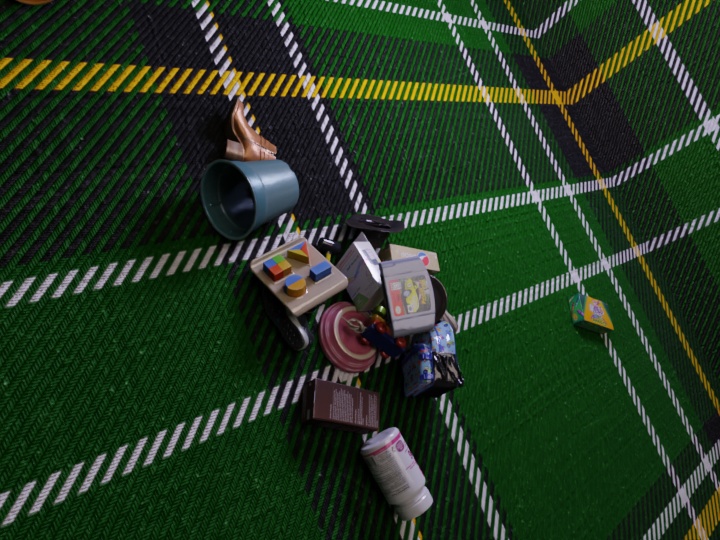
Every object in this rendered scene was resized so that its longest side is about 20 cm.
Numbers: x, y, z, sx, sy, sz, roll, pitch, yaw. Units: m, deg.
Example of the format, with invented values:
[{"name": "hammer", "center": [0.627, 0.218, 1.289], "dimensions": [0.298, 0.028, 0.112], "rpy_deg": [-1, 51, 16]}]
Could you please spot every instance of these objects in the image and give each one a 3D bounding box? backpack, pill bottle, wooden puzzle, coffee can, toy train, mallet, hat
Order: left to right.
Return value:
[{"name": "wooden puzzle", "center": [-0.156, 0.002, 1.408], "dimensions": [0.184, 0.047, 0.200], "rpy_deg": [-29, 61, -32]}, {"name": "mallet", "center": [-0.105, -0.004, 1.561], "dimensions": [0.065, 0.041, 0.202], "rpy_deg": [26, 58, -24]}, {"name": "hat", "center": [0.041, -0.113, 1.686], "dimensions": [0.199, 0.200, 0.082], "rpy_deg": [-9, 113, -40]}, {"name": "toy train", "center": [0.040, 0.140, 1.501], "dimensions": [0.199, 0.085, 0.116], "rpy_deg": [37, 39, -17]}, {"name": "pill bottle", "center": [0.093, 0.513, 1.389], "dimensions": [0.113, 0.113, 0.202], "rpy_deg": [-26, 85, -42]}, {"name": "coffee can", "center": [0.177, 0.086, 1.590], "dimensions": [0.148, 0.145, 0.200], "rpy_deg": [62, 6, 6]}, {"name": "backpack", "center": [0.196, 0.247, 1.560], "dimensions": [0.133, 0.183, 0.203], "rpy_deg": [6, 65, -17]}]

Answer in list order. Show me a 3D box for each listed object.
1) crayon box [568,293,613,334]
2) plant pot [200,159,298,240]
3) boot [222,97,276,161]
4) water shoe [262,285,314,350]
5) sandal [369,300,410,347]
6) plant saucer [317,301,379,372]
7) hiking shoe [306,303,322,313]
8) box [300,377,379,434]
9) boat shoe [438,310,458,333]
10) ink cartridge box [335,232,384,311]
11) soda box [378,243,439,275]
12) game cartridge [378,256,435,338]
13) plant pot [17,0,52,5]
[{"name": "crayon box", "center": [0.945, 0.178, 2.256], "dimensions": [0.198, 0.058, 0.120], "rpy_deg": [17, 58, -30]}, {"name": "plant pot", "center": [-0.276, -0.202, 1.437], "dimensions": [0.195, 0.200, 0.202], "rpy_deg": [-27, 84, -50]}, {"name": "boot", "center": [-0.311, -0.381, 1.575], "dimensions": [0.153, 0.073, 0.203], "rpy_deg": [13, 72, -31]}, {"name": "water shoe", "center": [-0.188, 0.115, 1.425], "dimensions": [0.202, 0.071, 0.079], "rpy_deg": [63, 18, 11]}, {"name": "sandal", "center": [0.080, 0.144, 1.608], "dimensions": [0.201, 0.080, 0.054], "rpy_deg": [57, 5, 6]}, {"name": "plant saucer", "center": [-0.022, 0.178, 1.518], "dimensions": [0.199, 0.051, 0.203], "rpy_deg": [18, 58, -30]}, {"name": "hiking shoe", "center": [-0.147, 0.011, 1.482], "dimensions": [0.074, 0.087, 0.202], "rpy_deg": [-13, 75, -41]}, {"name": "box", "center": [-0.049, 0.348, 1.394], "dimensions": [0.198, 0.075, 0.101], "rpy_deg": [21, 56, -30]}, {"name": "boat shoe", "center": [0.226, 0.137, 1.715], "dimensions": [0.200, 0.074, 0.073], "rpy_deg": [46, 48, -7]}, {"name": "ink cartridge box", "center": [0.000, 0.000, 1.553], "dimensions": [0.067, 0.117, 0.201], "rpy_deg": [-3, 53, -42]}, {"name": "soda box", "center": [0.156, -0.028, 1.753], "dimensions": [0.198, 0.064, 0.069], "rpy_deg": [10, 62, -35]}, {"name": "game cartridge", "center": [0.128, 0.067, 1.458], "dimensions": [0.131, 0.041, 0.203], "rpy_deg": [-10, 86, -17]}, {"name": "plant pot", "center": [-0.793, -0.785, 1.346], "dimensions": [0.199, 0.200, 0.185], "rpy_deg": [29, 37, -22]}]
